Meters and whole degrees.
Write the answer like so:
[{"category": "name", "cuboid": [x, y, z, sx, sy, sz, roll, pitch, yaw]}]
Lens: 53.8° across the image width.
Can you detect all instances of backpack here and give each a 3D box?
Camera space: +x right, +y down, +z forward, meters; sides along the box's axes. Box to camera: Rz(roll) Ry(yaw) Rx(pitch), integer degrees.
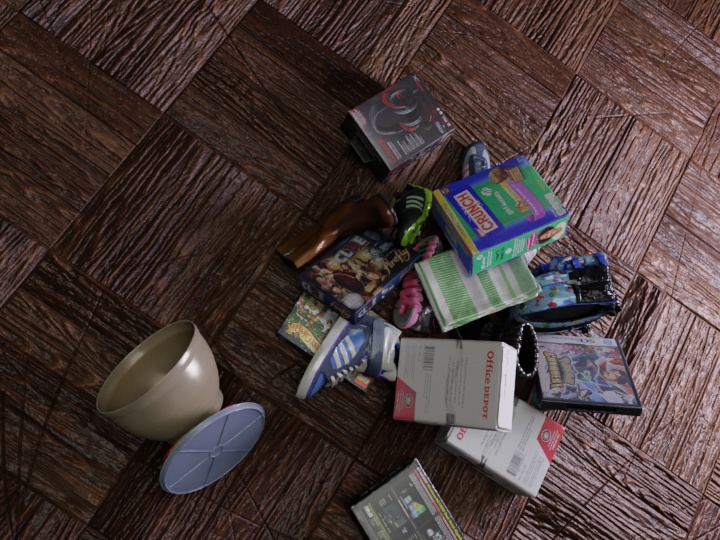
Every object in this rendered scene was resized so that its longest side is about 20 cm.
[{"category": "backpack", "cuboid": [0.375, 0.052, 1.382, 0.197, 0.183, 0.136, -6, 73, -7]}]

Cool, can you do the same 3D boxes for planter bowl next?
[{"category": "planter bowl", "cuboid": [-0.313, 0.201, 1.172, 0.200, 0.199, 0.135, -45, 116, -20]}]

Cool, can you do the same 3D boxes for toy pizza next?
[{"category": "toy pizza", "cuboid": [-0.243, 0.285, 1.162, 0.199, 0.201, 0.032, -36, 60, -20]}]

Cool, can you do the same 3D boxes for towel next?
[{"category": "towel", "cuboid": [0.214, 0.015, 1.314, 0.198, 0.023, 0.154, -21, 63, -5]}]

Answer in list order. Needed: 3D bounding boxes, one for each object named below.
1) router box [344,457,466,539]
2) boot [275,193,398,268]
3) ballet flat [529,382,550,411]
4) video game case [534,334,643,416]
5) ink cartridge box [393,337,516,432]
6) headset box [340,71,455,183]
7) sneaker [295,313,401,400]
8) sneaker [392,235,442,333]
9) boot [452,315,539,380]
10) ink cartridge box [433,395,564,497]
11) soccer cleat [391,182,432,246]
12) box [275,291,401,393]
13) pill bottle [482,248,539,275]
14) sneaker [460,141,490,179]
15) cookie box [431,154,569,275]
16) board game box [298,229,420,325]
[{"category": "router box", "cuboid": [0.086, 0.460, 1.259, 0.149, 0.062, 0.201, -30, 85, -18]}, {"category": "boot", "cuboid": [-0.047, -0.072, 1.304, 0.199, 0.188, 0.069, -34, 120, -21]}, {"category": "ballet flat", "cuboid": [0.392, 0.223, 1.393, 0.198, 0.067, 0.069, -17, 95, -28]}, {"category": "video game case", "cuboid": [0.419, 0.192, 1.344, 0.178, 0.026, 0.201, 4, 32, 4]}, {"category": "ink cartridge box", "cuboid": [0.167, 0.201, 1.248, 0.198, 0.083, 0.148, -1, 75, 31]}, {"category": "headset box", "cuboid": [0.068, -0.286, 1.441, 0.199, 0.075, 0.149, -34, 86, -20]}, {"category": "sneaker", "cuboid": [-0.009, 0.172, 1.258, 0.146, 0.081, 0.201, 33, 65, 2]}, {"category": "sneaker", "cuboid": [0.131, 0.031, 1.387, 0.095, 0.079, 0.202, 27, 71, -28]}, {"category": "boot", "cuboid": [0.246, 0.105, 1.329, 0.079, 0.157, 0.213, -19, 89, -30]}, {"category": "ink cartridge box", "cuboid": [0.258, 0.308, 1.331, 0.199, 0.084, 0.145, 33, 71, -4]}, {"category": "soccer cleat", "cuboid": [0.090, -0.109, 1.375, 0.080, 0.068, 0.200, 25, 34, 5]}, {"category": "box", "cuboid": [-0.040, 0.118, 1.329, 0.199, 0.038, 0.137, 34, 70, -4]}, {"category": "pill bottle", "cuboid": [0.288, -0.043, 1.415, 0.113, 0.113, 0.200, 41, 70, -1]}, {"category": "sneaker", "cuboid": [0.243, -0.182, 1.455, 0.069, 0.082, 0.202, 9, 74, -10]}, {"category": "cookie box", "cuboid": [0.256, -0.105, 1.325, 0.198, 0.076, 0.172, -23, 55, -7]}, {"category": "board game box", "cuboid": [0.000, 0.000, 1.315, 0.135, 0.035, 0.200, 31, 51, 23]}]
